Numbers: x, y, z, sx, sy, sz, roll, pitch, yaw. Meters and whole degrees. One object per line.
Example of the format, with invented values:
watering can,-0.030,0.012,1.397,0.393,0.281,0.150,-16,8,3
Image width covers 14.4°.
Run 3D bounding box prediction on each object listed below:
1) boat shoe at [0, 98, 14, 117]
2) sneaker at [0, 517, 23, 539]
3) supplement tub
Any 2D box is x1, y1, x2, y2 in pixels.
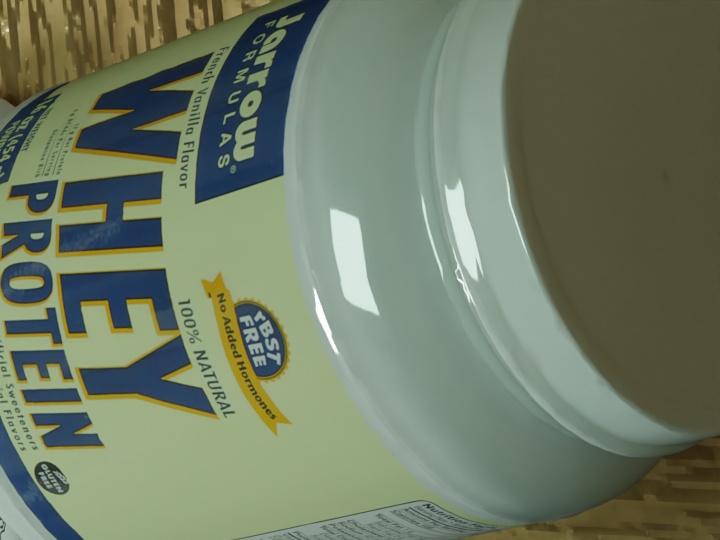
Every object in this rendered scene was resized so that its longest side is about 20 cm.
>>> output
boat shoe,-0.112,0.041,0.881,0.071,0.068,0.201,-21,83,40
sneaker,-0.113,0.121,0.816,0.107,0.067,0.203,-5,81,27
supplement tub,0.000,0.000,0.730,0.199,0.145,0.146,-17,86,40
